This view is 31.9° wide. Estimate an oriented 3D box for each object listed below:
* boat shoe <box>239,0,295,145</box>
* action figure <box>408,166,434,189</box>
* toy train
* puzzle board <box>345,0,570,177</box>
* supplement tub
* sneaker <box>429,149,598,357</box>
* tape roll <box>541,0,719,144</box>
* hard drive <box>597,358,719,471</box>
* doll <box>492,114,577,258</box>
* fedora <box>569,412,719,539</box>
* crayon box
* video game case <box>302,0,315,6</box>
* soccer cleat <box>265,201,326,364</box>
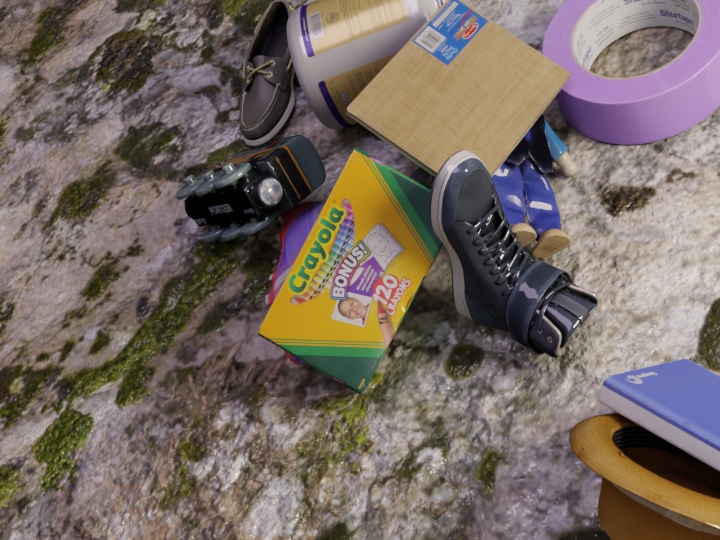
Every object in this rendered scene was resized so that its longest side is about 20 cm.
[{"bbox_3d":[-0.113,-0.244,1.543,0.071,0.061,0.204,-3,54,25],"label":"boat shoe"},{"bbox_3d":[0.071,-0.092,1.288,0.069,0.130,0.202,25,83,34],"label":"action figure"},{"bbox_3d":[-0.122,-0.091,1.384,0.114,0.086,0.199,-38,16,-27],"label":"toy train"},{"bbox_3d":[0.099,-0.173,1.242,0.150,0.017,0.200,35,59,9],"label":"puzzle board"},{"bbox_3d":[0.031,-0.257,1.420,0.197,0.146,0.147,-18,48,13],"label":"supplement tub"},{"bbox_3d":[0.142,-0.009,1.133,0.077,0.204,0.145,-42,48,-22],"label":"sneaker"},{"bbox_3d":[0.293,-0.229,1.317,0.197,0.066,0.202,-15,50,18],"label":"tape roll"},{"bbox_3d":[0.305,0.130,0.998,0.199,0.131,0.026,30,115,40],"label":"hard drive"},{"bbox_3d":[0.164,-0.112,1.262,0.048,0.134,0.203,-46,42,51],"label":"doll"},{"bbox_3d":[0.251,0.183,0.982,0.199,0.199,0.083,30,112,40],"label":"fedora"},{"bbox_3d":[0.000,0.000,1.211,0.118,0.058,0.202,28,95,4],"label":"crayon box"},{"bbox_3d":[0.048,-0.368,1.583,0.181,0.023,0.200,28,70,40],"label":"video game case"},{"bbox_3d":[-0.051,0.006,1.314,0.075,0.067,0.202,-16,46,18],"label":"soccer cleat"}]
